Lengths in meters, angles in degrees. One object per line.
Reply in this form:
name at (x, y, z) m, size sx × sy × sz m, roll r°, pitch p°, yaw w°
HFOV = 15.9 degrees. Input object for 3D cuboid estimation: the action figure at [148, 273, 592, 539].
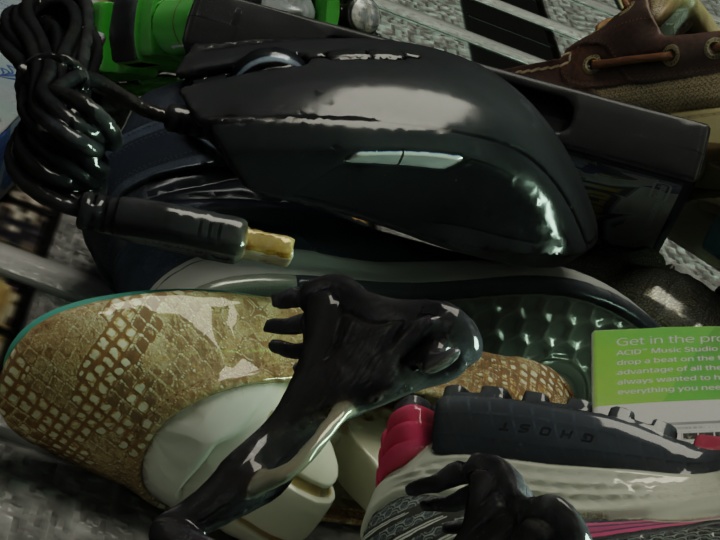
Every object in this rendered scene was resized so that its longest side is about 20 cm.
action figure at (-0.037, 0.099, 0.496) m, size 0.119 × 0.102 × 0.200 m, roll 47°, pitch 57°, yaw -9°

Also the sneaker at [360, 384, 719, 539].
sneaker at (0.093, 0.081, 0.618) m, size 0.199 × 0.075 × 0.081 m, roll 2°, pitch -28°, yaw 27°

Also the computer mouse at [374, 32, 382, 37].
computer mouse at (0.003, -0.093, 1.162) m, size 0.199 × 0.046 × 0.141 m, roll 29°, pitch 14°, yaw -15°

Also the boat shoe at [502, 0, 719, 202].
boat shoe at (0.117, -0.070, 0.975) m, size 0.072 × 0.073 × 0.199 m, roll 24°, pitch -13°, yaw -40°

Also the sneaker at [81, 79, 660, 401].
sneaker at (0.000, -0.002, 0.878) m, size 0.201 × 0.077 × 0.146 m, roll 11°, pitch 23°, yaw -29°

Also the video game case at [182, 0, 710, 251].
video game case at (0.030, -0.045, 0.957) m, size 0.179 × 0.026 × 0.200 m, roll 16°, pitch -9°, yaw 4°

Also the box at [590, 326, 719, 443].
box at (0.136, 0.079, 0.712) m, size 0.143 × 0.037 × 0.200 m, roll -2°, pitch 32°, yaw 7°

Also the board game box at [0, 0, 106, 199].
board game box at (-0.208, -0.086, 0.932) m, size 0.199 × 0.044 × 0.199 m, roll 22°, pitch 18°, yaw 0°

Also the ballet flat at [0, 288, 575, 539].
ballet flat at (-0.007, 0.050, 0.743) m, size 0.199 × 0.071 × 0.065 m, roll 6°, pitch 37°, yaw -33°

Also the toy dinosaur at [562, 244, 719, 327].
toy dinosaur at (0.101, 0.019, 0.943) m, size 0.199 × 0.077 × 0.102 m, roll 33°, pitch 5°, yaw 20°

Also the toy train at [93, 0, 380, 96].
toy train at (-0.064, -0.094, 1.017) m, size 0.056 × 0.042 × 0.199 m, roll 6°, pitch -4°, yaw -34°

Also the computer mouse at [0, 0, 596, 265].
computer mouse at (-0.011, -0.040, 0.771) m, size 0.199 × 0.046 × 0.141 m, roll 17°, pitch 24°, yaw -11°

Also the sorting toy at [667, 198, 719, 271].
sorting toy at (0.225, 0.019, 1.044) m, size 0.199 × 0.037 × 0.185 m, roll 17°, pitch -7°, yaw 42°
